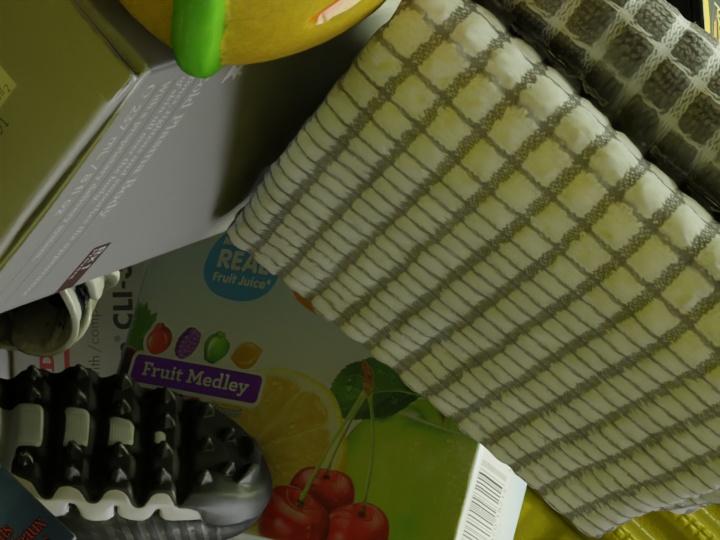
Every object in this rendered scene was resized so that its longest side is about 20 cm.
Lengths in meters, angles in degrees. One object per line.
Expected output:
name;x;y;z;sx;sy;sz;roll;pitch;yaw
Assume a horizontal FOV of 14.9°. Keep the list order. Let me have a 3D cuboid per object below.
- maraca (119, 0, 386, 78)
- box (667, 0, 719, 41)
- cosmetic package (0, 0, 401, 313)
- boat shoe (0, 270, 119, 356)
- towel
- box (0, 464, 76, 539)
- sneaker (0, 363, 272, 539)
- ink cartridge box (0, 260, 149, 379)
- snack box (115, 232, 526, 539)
maraca;-0.018;-0.133;0.714;0.201;0.106;0.138;-73;-178;-51
box;0.038;-0.018;0.986;0.199;0.161;0.049;-9;157;22
cosmetic package;-0.066;-0.063;0.814;0.107;0.090;0.200;-50;164;28
boat shoe;-0.111;-0.004;0.894;0.200;0.066;0.072;-38;169;-51
towel;0.063;-0.010;0.784;0.086;0.165;0.200;-51;-179;-19
box;-0.195;0.099;0.757;0.200;0.137;0.038;-46;177;-25
sneaker;-0.127;0.083;0.902;0.067;0.198;0.091;-91;180;-54
ink cartridge box;-0.086;0.035;1.040;0.200;0.067;0.117;-20;108;-78
snack box;0.000;0.000;0.938;0.053;0.141;0.201;40;63;-61
